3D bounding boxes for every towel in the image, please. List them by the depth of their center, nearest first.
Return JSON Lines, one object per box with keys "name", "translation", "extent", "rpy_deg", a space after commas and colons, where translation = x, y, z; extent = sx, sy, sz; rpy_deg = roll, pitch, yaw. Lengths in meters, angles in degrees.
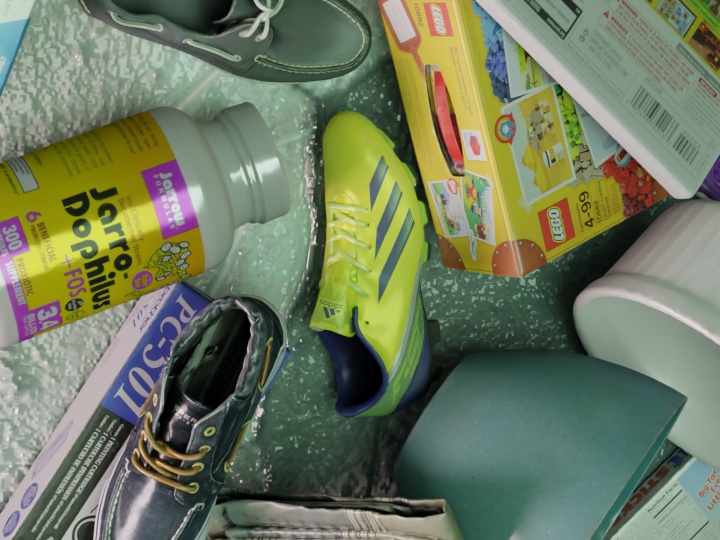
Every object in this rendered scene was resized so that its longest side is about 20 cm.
{"name": "towel", "translation": [-0.006, 0.217, 1.464], "extent": [0.035, 0.191, 0.201], "rpy_deg": [-58, 138, -43]}

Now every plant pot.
{"name": "plant pot", "translation": [0.101, 0.129, 1.500], "extent": [0.134, 0.200, 0.201], "rpy_deg": [33, 91, 10]}

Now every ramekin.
{"name": "ramekin", "translation": [0.244, 0.046, 1.512], "extent": [0.201, 0.200, 0.098], "rpy_deg": [48, 70, -23]}

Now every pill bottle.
{"name": "pill bottle", "translation": [-0.146, -0.034, 1.399], "extent": [0.199, 0.104, 0.105], "rpy_deg": [-21, 109, -14]}

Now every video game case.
{"name": "video game case", "translation": [0.179, -0.176, 1.423], "extent": [0.200, 0.023, 0.183], "rpy_deg": [41, 72, -23]}

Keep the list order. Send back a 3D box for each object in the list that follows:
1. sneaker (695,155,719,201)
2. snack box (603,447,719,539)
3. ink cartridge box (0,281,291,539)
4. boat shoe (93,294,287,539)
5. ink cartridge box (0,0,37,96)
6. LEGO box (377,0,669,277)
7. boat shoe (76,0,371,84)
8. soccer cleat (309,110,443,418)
{"name": "sneaker", "translation": [0.236, -0.129, 1.523], "extent": [0.080, 0.088, 0.202], "rpy_deg": [-21, 110, -15]}
{"name": "snack box", "translation": [0.258, 0.140, 1.631], "extent": [0.200, 0.024, 0.072], "rpy_deg": [-44, 112, -5]}
{"name": "ink cartridge box", "translation": [-0.138, 0.108, 1.469], "extent": [0.094, 0.044, 0.201], "rpy_deg": [32, 91, -25]}
{"name": "boat shoe", "translation": [-0.110, 0.103, 1.395], "extent": [0.070, 0.091, 0.201], "rpy_deg": [25, 89, 8]}
{"name": "ink cartridge box", "translation": [-0.286, -0.182, 1.289], "extent": [0.199, 0.146, 0.148], "rpy_deg": [20, 96, -22]}
{"name": "LEGO box", "translation": [0.104, -0.119, 1.458], "extent": [0.148, 0.077, 0.202], "rpy_deg": [-28, 112, -34]}
{"name": "boat shoe", "translation": [-0.079, -0.154, 1.416], "extent": [0.199, 0.062, 0.073], "rpy_deg": [15, 98, -22]}
{"name": "soccer cleat", "translation": [0.001, 0.000, 1.477], "extent": [0.083, 0.065, 0.202], "rpy_deg": [-23, 113, -32]}
